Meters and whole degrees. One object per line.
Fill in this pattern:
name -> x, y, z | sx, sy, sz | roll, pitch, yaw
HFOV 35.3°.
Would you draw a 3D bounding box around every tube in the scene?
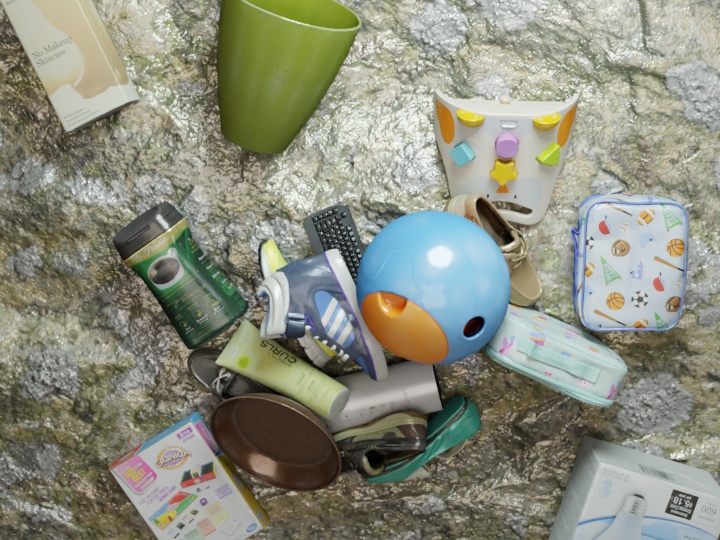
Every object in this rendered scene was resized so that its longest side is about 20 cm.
tube -> -0.110, 0.144, 1.597 | 0.200, 0.058, 0.052 | 28, 124, 25

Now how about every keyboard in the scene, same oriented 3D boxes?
keyboard -> 0.000, 0.000, 1.587 | 0.104, 0.040, 0.200 | -26, 101, -26

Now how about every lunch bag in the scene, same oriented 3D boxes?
lunch bag -> 0.260, 0.115, 1.557 | 0.200, 0.160, 0.077 | 22, 101, -2
lunch bag -> 0.370, -0.015, 1.572 | 0.160, 0.076, 0.200 | 1, 102, 5

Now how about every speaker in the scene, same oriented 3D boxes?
speaker -> 0.017, 0.182, 1.623 | 0.200, 0.081, 0.081 | -14, 100, 6

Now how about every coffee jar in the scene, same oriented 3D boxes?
coffee jar -> -0.256, 0.006, 1.601 | 0.104, 0.085, 0.200 | -33, 98, 12

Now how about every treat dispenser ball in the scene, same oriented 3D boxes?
treat dispenser ball -> 0.094, 0.022, 1.472 | 0.200, 0.201, 0.201 | 1, 101, 3

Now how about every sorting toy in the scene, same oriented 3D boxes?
sorting toy -> 0.198, -0.148, 1.557 | 0.200, 0.107, 0.180 | 2, 120, 3

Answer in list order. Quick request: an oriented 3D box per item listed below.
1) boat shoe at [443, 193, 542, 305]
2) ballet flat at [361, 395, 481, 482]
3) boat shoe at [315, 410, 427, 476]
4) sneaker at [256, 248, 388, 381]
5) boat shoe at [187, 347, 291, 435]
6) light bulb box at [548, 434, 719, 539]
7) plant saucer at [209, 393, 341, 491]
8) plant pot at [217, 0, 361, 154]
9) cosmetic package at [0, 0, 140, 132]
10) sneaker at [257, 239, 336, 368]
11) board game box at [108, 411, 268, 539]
boat shoe -> 0.195, -0.025, 1.555 | 0.200, 0.064, 0.071 | 46, 60, -24
ballet flat -> 0.095, 0.263, 1.645 | 0.200, 0.067, 0.070 | -37, 111, 11
boat shoe -> 0.011, 0.259, 1.605 | 0.200, 0.065, 0.073 | -31, 137, 34
sneaker -> -0.060, 0.082, 1.543 | 0.146, 0.081, 0.200 | -24, 100, 0
boat shoe -> -0.164, 0.175, 1.643 | 0.200, 0.057, 0.067 | 31, 101, -3
light bulb box -> 0.390, 0.370, 1.617 | 0.198, 0.125, 0.200 | 16, 100, 0
plant saucer -> -0.116, 0.237, 1.603 | 0.200, 0.037, 0.201 | 14, 135, 14
plant pot -> -0.116, -0.265, 1.511 | 0.187, 0.187, 0.200 | 19, 116, -1
cosmetic package -> -0.398, -0.303, 1.557 | 0.105, 0.071, 0.200 | -26, 99, 8
sneaker -> -0.077, 0.035, 1.610 | 0.090, 0.078, 0.200 | -30, 104, 0
board game box -> -0.255, 0.334, 1.686 | 0.153, 0.040, 0.200 | -31, 98, 8
